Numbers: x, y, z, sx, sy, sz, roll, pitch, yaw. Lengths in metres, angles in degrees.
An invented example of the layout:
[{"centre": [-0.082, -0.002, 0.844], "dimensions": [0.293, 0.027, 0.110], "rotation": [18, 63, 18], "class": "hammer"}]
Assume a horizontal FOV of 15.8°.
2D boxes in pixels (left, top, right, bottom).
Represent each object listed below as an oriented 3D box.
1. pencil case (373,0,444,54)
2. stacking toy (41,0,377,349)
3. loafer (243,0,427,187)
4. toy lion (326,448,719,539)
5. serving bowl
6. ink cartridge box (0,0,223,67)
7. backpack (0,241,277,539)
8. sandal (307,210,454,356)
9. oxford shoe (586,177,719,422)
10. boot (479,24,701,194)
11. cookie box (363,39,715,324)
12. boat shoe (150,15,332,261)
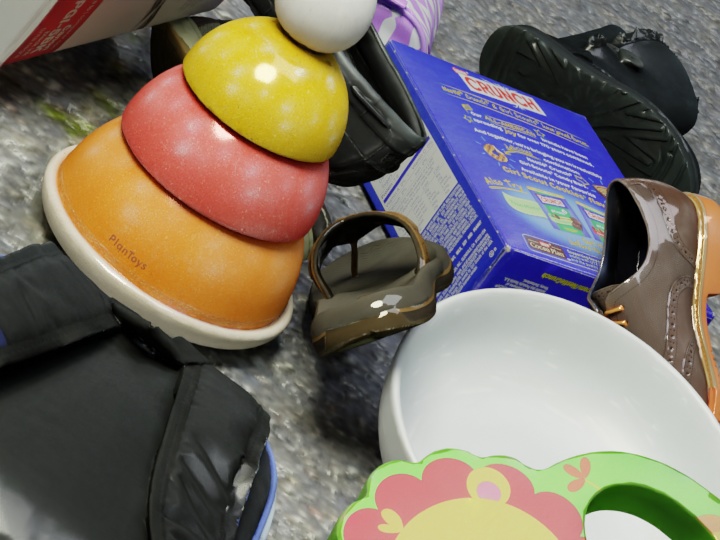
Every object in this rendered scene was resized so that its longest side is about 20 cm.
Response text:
[{"centre": [0.016, -0.174, 1.693], "dimensions": [0.084, 0.086, 0.200], "rotation": [31, 25, -9], "class": "pencil case"}, {"centre": [-0.051, -0.073, 1.277], "dimensions": [0.146, 0.200, 0.146], "rotation": [30, 25, -16], "class": "stacking toy"}, {"centre": [-0.020, -0.144, 1.372], "dimensions": [0.068, 0.070, 0.201], "rotation": [-15, 82, -59], "class": "loafer"}, {"centre": [0.085, 0.149, 1.162], "dimensions": [0.192, 0.069, 0.200], "rotation": [41, 53, 13], "class": "toy lion"}, {"centre": [0.092, 0.105, 1.290], "dimensions": [0.200, 0.066, 0.200], "rotation": [19, 42, -18], "class": "serving bowl"}, {"centre": [-0.154, -0.202, 1.393], "dimensions": [0.147, 0.083, 0.200], "rotation": [52, 34, 11], "class": "ink cartridge box"}, {"centre": [-0.122, 0.088, 0.956], "dimensions": [0.200, 0.154, 0.191], "rotation": [42, 32, -3], "class": "backpack"}, {"centre": [0.000, 0.000, 1.312], "dimensions": [0.200, 0.082, 0.055], "rotation": [-60, 128, -80], "class": "sandal"}, {"centre": [0.153, 0.044, 1.431], "dimensions": [0.073, 0.071, 0.200], "rotation": [20, 61, -31], "class": "oxford shoe"}, {"centre": [0.197, -0.109, 1.827], "dimensions": [0.200, 0.076, 0.168], "rotation": [42, 28, 27], "class": "boot"}, {"centre": [0.095, -0.031, 1.553], "dimensions": [0.171, 0.075, 0.200], "rotation": [18, 31, -36], "class": "cookie box"}, {"centre": [-0.055, -0.082, 1.427], "dimensions": [0.065, 0.073, 0.200], "rotation": [-15, 49, -20], "class": "boat shoe"}]
